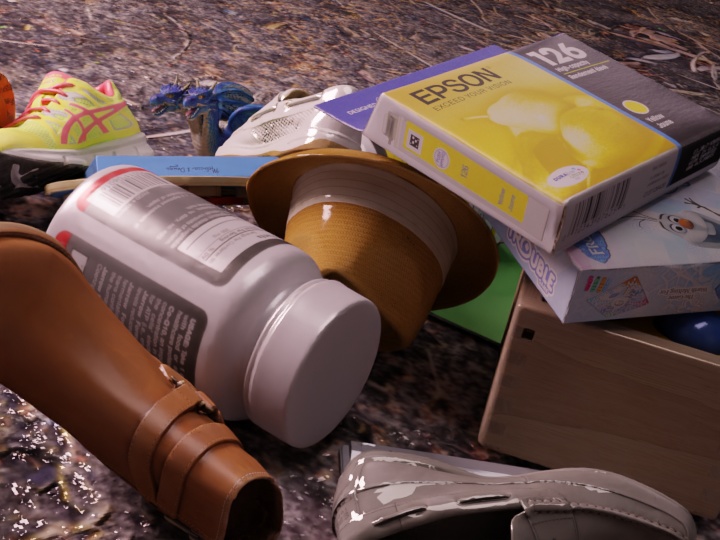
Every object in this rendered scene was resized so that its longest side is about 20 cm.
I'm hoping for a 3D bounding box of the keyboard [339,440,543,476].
[{"bbox_3d":[0.084,0.137,0.658,0.197,0.011,0.057,10,30,-8],"label":"keyboard"}]

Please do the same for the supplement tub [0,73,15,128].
[{"bbox_3d":[-0.380,-0.135,0.846,0.197,0.124,0.123,17,25,9],"label":"supplement tub"}]

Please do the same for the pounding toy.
[{"bbox_3d":[0.168,0.030,0.743,0.182,0.144,0.200,17,23,7],"label":"pounding toy"}]

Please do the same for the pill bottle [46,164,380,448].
[{"bbox_3d":[-0.093,0.022,0.678,0.198,0.115,0.113,27,28,25],"label":"pill bottle"}]

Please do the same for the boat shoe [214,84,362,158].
[{"bbox_3d":[-0.052,-0.109,0.871,0.070,0.070,0.199,22,-11,-31],"label":"boat shoe"}]

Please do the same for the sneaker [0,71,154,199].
[{"bbox_3d":[-0.248,-0.114,0.875,0.077,0.092,0.200,-17,3,22],"label":"sneaker"}]

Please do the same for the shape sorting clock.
[{"bbox_3d":[-0.141,-0.060,0.842,0.197,0.040,0.200,-3,-3,0],"label":"shape sorting clock"}]

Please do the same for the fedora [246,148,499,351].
[{"bbox_3d":[0.000,0.000,0.750,0.198,0.201,0.083,15,63,4],"label":"fedora"}]

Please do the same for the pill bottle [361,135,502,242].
[{"bbox_3d":[0.058,-0.066,0.939,0.198,0.114,0.112,-3,29,-33],"label":"pill bottle"}]

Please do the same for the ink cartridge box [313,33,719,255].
[{"bbox_3d":[0.107,-0.102,0.704,0.199,0.047,0.196,37,43,29],"label":"ink cartridge box"}]

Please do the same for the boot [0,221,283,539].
[{"bbox_3d":[-0.114,0.064,0.529,0.154,0.074,0.200,37,-8,27],"label":"boot"}]

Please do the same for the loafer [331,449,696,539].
[{"bbox_3d":[0.082,0.144,0.578,0.197,0.071,0.070,5,30,-1],"label":"loafer"}]

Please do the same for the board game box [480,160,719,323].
[{"bbox_3d":[0.177,-0.048,0.725,0.196,0.044,0.201,-2,37,-22],"label":"board game box"}]

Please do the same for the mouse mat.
[{"bbox_3d":[0.152,0.030,0.914,0.159,0.008,0.200,24,28,21],"label":"mouse mat"}]

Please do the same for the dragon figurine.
[{"bbox_3d":[-0.110,-0.137,1.015,0.059,0.101,0.199,31,30,33],"label":"dragon figurine"}]
